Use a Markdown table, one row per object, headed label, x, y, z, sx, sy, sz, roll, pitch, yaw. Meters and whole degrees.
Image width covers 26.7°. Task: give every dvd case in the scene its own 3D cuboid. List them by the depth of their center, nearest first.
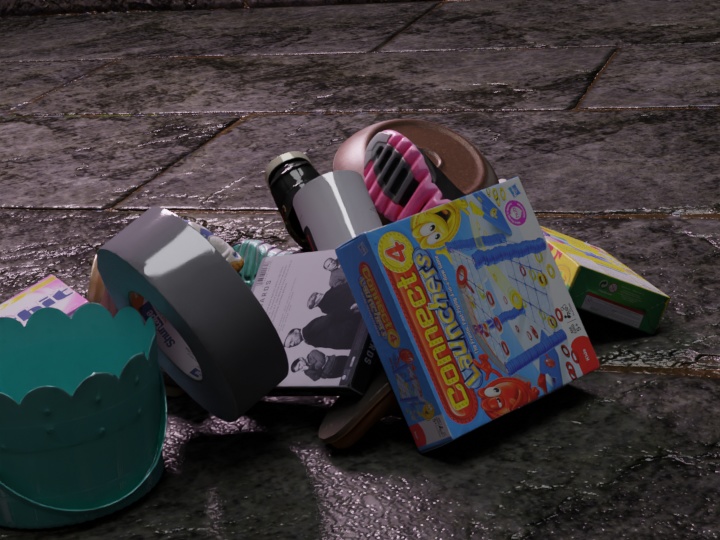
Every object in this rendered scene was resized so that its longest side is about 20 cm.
| label | x | y | z | sx | sy | sz | roll | pitch | yaw |
| --- | --- | --- | --- | --- | --- | --- | --- | --- | --- |
| dvd case | -0.048 | 0.049 | 1.459 | 0.199 | 0.025 | 0.151 | -6 | 58 | 48 |

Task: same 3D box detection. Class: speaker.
| label | x | y | z | sx | sy | sz | roll | pitch | yaw |
| --- | --- | --- | --- | --- | --- | --- | --- | --- | --- |
| speaker | 0.000 | 0.000 | 1.531 | 0.081 | 0.201 | 0.081 | -19 | -23 | -8 |

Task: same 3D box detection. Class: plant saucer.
| label | x | y | z | sx | sy | sz | roll | pitch | yaw |
| --- | --- | --- | --- | --- | --- | --- | --- | --- | --- |
| plant saucer | 0.069 | -0.113 | 1.715 | 0.199 | 0.037 | 0.201 | 9 | 41 | -8 |

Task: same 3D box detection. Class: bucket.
| label | x | y | z | sx | sy | sz | roll | pitch | yaw |
| --- | --- | --- | --- | --- | --- | --- | --- | --- | --- |
| bucket | -0.268 | 0.127 | 1.342 | 0.205 | 0.136 | 0.207 | -6 | 20 | 2 |

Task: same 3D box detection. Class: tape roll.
| label | x | y | z | sx | sy | sz | roll | pitch | yaw |
| --- | --- | --- | --- | --- | --- | --- | --- | --- | --- |
| tape roll | -0.155 | 0.041 | 1.390 | 0.066 | 0.201 | 0.200 | -41 | 33 | -20 |

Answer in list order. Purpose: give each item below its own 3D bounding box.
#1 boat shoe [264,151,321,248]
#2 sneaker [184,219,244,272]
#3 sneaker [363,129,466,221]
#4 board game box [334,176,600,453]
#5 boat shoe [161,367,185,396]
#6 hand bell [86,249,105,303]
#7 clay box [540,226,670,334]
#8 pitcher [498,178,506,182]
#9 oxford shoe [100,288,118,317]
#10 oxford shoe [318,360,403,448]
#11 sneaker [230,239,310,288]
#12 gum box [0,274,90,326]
| label | x | y | z | sx | sy | sz | roll | pitch | yaw |
| --- | --- | --- | --- | --- | --- | --- | --- | --- | --- |
| boat shoe | -0.046 | -0.054 | 1.669 | 0.073 | 0.202 | 0.063 | -32 | 59 | 1 |
| sneaker | -0.204 | -0.027 | 1.764 | 0.075 | 0.088 | 0.200 | -50 | 20 | -19 |
| sneaker | 0.083 | -0.067 | 1.598 | 0.200 | 0.079 | 0.095 | 50 | 23 | 19 |
| board game box | 0.101 | 0.036 | 1.393 | 0.195 | 0.201 | 0.056 | -21 | -4 | -36 |
| boat shoe | -0.167 | 0.045 | 1.577 | 0.070 | 0.071 | 0.201 | 17 | 35 | -4 |
| hand bell | -0.196 | 0.040 | 1.678 | 0.198 | 0.105 | 0.104 | 7 | 19 | -3 |
| clay box | 0.233 | 0.000 | 1.620 | 0.114 | 0.048 | 0.200 | 19 | 11 | -20 |
| pitcher | 0.100 | -0.041 | 1.760 | 0.199 | 0.122 | 0.172 | -2 | 32 | -24 |
| oxford shoe | -0.241 | 0.038 | 1.568 | 0.071 | 0.073 | 0.201 | 6 | 52 | -10 |
| oxford shoe | 0.043 | 0.110 | 1.413 | 0.200 | 0.072 | 0.071 | -39 | 16 | -30 |
| sneaker | -0.080 | 0.013 | 1.746 | 0.087 | 0.075 | 0.199 | 20 | -7 | -39 |
| gum box | -0.359 | 0.092 | 1.504 | 0.199 | 0.066 | 0.113 | -32 | 28 | -20 |
